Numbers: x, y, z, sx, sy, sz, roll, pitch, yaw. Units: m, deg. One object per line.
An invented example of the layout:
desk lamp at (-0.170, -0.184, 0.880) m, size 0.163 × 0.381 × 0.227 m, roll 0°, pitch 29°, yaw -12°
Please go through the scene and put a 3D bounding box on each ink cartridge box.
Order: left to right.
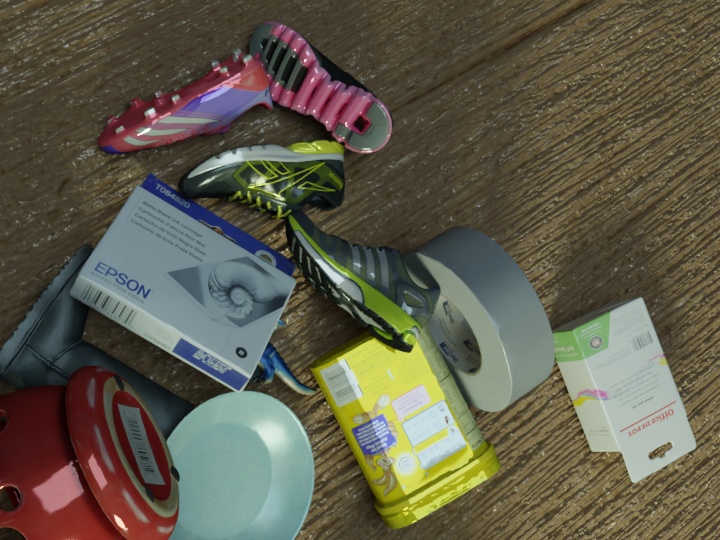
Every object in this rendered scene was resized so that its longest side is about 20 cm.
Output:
ink cartridge box at (-0.168, -0.001, 1.143) m, size 0.199 × 0.041 × 0.201 m, roll 31°, pitch 44°, yaw -10°
ink cartridge box at (0.324, 0.148, 1.374) m, size 0.116 × 0.067 × 0.201 m, roll -21°, pitch 91°, yaw -24°

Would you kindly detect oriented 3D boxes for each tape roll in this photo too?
tape roll at (0.124, 0.055, 1.230) m, size 0.066 × 0.200 × 0.201 m, roll -31°, pitch 96°, yaw -22°

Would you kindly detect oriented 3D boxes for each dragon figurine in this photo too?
dragon figurine at (-0.120, 0.070, 1.203) m, size 0.199 × 0.059 × 0.100 m, roll 19°, pitch 77°, yaw -18°

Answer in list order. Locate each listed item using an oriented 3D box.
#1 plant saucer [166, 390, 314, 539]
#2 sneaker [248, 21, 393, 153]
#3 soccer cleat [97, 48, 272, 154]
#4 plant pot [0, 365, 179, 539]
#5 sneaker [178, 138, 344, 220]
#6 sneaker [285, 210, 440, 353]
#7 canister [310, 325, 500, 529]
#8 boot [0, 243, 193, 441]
plant saucer at (-0.140, 0.225, 1.172) m, size 0.200 × 0.039 × 0.203 m, roll -3°, pitch 95°, yaw -38°
sneaker at (-0.041, -0.209, 1.270) m, size 0.200 × 0.095 × 0.079 m, roll 41°, pitch 111°, yaw 4°
soccer cleat at (-0.186, -0.166, 1.202) m, size 0.199 × 0.067 × 0.077 m, roll -32°, pitch 123°, yaw -14°
plant pot at (-0.279, 0.196, 1.015) m, size 0.181 × 0.200 × 0.202 m, roll -26°, pitch 94°, yaw 6°
sneaker at (-0.100, -0.093, 1.222) m, size 0.198 × 0.074 × 0.085 m, roll -11°, pitch 87°, yaw -23°
sneaker at (0.000, 0.000, 1.200) m, size 0.200 × 0.074 × 0.081 m, roll 41°, pitch 68°, yaw 9°
canister at (0.048, 0.162, 1.243) m, size 0.148 × 0.087 × 0.201 m, roll -27°, pitch 93°, yaw -12°
boot at (-0.253, 0.095, 1.141) m, size 0.199 × 0.066 × 0.165 m, roll 37°, pitch 80°, yaw -12°
